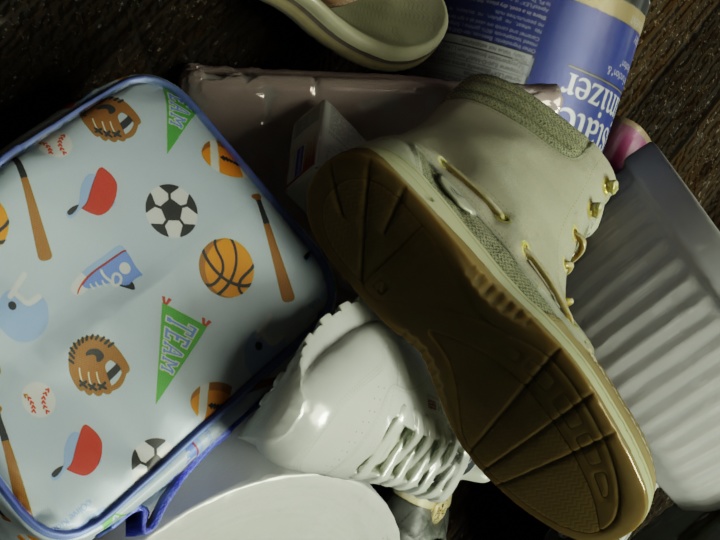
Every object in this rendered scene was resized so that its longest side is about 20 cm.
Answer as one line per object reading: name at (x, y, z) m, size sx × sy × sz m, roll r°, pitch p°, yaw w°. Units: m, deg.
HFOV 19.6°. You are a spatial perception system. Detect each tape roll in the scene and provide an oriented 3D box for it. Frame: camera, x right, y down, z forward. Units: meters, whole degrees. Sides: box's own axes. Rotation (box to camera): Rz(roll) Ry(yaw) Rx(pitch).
tape roll at (-0.082, 0.153, 0.972) m, size 0.202 × 0.071 × 0.203 m, roll -24°, pitch 138°, yaw -24°

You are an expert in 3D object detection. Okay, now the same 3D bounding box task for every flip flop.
flip flop at (-0.018, -0.153, 0.972) m, size 0.058 × 0.081 × 0.200 m, roll -40°, pitch 142°, yaw 21°

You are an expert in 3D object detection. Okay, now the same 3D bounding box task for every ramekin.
ramekin at (0.177, 0.039, 1.154) m, size 0.105 × 0.200 × 0.200 m, roll -36°, pitch 140°, yaw 8°

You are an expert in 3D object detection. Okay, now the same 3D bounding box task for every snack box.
snack box at (0.040, 0.009, 0.973) m, size 0.024 × 0.072 × 0.200 m, roll -37°, pitch 111°, yaw 19°

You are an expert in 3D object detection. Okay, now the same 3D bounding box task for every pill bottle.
pill bottle at (0.071, -0.069, 1.095) m, size 0.112 × 0.112 × 0.200 m, roll 17°, pitch 90°, yaw -53°

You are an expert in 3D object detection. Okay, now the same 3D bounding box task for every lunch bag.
lunch bag at (-0.114, 0.024, 0.874) m, size 0.200 × 0.076 × 0.160 m, roll -41°, pitch 94°, yaw -31°

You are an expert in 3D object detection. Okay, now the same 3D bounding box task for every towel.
towel at (0.000, 0.000, 1.019) m, size 0.191 × 0.032 × 0.200 m, roll 0°, pitch 107°, yaw -11°

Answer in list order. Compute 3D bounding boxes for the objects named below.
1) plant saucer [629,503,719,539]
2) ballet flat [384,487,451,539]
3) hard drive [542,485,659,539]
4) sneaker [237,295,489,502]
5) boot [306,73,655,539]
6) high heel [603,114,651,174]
plant saucer at (0.219, 0.159, 1.180) m, size 0.200 × 0.200 × 0.050 m, roll -38°, pitch 94°, yaw -37°
ballet flat at (0.023, 0.203, 1.189) m, size 0.066 × 0.057 × 0.200 m, roll 8°, pitch 98°, yaw -53°
hard drive at (0.166, 0.132, 1.308) m, size 0.200 × 0.038 × 0.140 m, roll -54°, pitch 167°, yaw -24°
sneaker at (0.013, 0.065, 0.919) m, size 0.076 × 0.080 × 0.200 m, roll -49°, pitch 165°, yaw 14°
boot at (0.079, 0.009, 0.921) m, size 0.200 × 0.072 × 0.155 m, roll 51°, pitch 34°, yaw 1°
high heel at (0.173, 0.001, 1.287) m, size 0.096 × 0.067 × 0.200 m, roll -55°, pitch 140°, yaw -19°
